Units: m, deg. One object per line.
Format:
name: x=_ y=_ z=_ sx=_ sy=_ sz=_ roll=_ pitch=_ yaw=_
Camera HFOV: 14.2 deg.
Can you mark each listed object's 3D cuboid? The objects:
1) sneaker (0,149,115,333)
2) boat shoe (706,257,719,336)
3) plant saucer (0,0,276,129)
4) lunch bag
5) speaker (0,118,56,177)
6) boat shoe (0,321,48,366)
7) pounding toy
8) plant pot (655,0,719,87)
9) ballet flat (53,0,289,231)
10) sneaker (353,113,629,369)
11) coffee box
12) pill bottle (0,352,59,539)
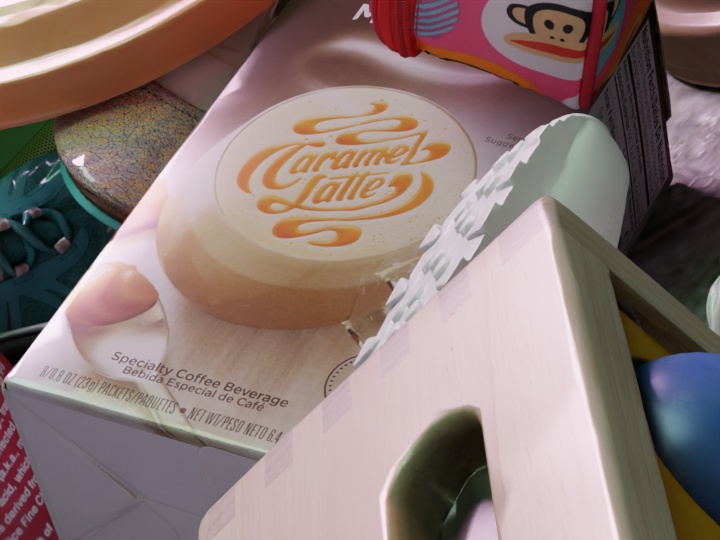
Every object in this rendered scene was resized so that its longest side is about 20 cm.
sneaker: x=-0.139 y=0.006 z=1.020 sx=0.200 sy=0.078 sz=0.080 roll=-28 pitch=-18 yaw=9
boat shoe: x=0.115 y=0.012 z=0.701 sx=0.202 sy=0.086 sz=0.075 roll=-13 pitch=34 yaw=44
plant saucer: x=-0.096 y=-0.120 z=0.948 sx=0.200 sy=0.032 sz=0.200 roll=-15 pitch=38 yaw=12
lunch bag: x=0.067 y=-0.163 z=0.793 sx=0.176 sy=0.082 sz=0.200 roll=94 pitch=-164 yaw=-59
speaker: x=-0.123 y=-0.046 z=1.146 sx=0.200 sy=0.088 sz=0.088 roll=-50 pitch=26 yaw=-24
boat shoe: x=-0.073 y=0.039 z=0.951 sx=0.200 sy=0.062 sz=0.073 roll=-16 pitch=32 yaw=42
pounding toy: x=0.085 y=0.103 z=0.494 sx=0.142 sy=0.184 sz=0.200 roll=-44 pitch=21 yaw=18
plant pot: x=0.156 y=-0.159 z=0.944 sx=0.201 sy=0.093 sz=0.201 roll=-30 pitch=25 yaw=16
ballet flat: x=-0.049 y=-0.065 z=0.945 sx=0.067 sy=0.068 sz=0.200 roll=-61 pitch=0 yaw=17
sneaker: x=0.031 y=0.054 z=0.713 sx=0.200 sy=0.080 sz=0.076 roll=-65 pitch=4 yaw=-20
coffee box: x=0.000 y=0.000 z=0.848 sx=0.114 sy=0.080 sz=0.200 roll=14 pitch=51 yaw=26
pill bottle: x=-0.160 y=0.052 z=0.879 sx=0.113 sy=0.200 sz=0.113 roll=-31 pitch=25 yaw=16
